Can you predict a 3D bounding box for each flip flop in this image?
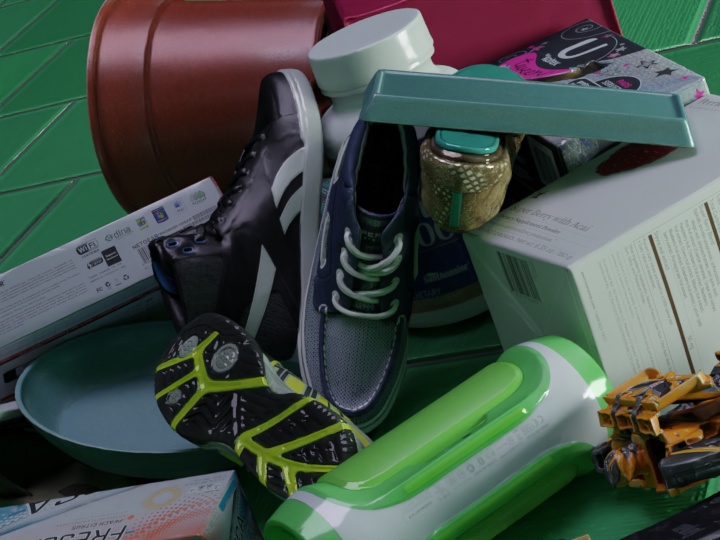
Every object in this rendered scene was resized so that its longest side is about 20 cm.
[{"bbox_3d":[-0.217,0.130,1.313,0.081,0.058,0.200,-34,23,-30],"label":"flip flop"}]

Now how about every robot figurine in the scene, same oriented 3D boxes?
[{"bbox_3d":[0.215,0.064,1.059,0.200,0.058,0.145,-20,4,-15],"label":"robot figurine"}]

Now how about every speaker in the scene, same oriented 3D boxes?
[{"bbox_3d":[0.048,0.115,1.089,0.200,0.089,0.088,-32,25,-25],"label":"speaker"}]

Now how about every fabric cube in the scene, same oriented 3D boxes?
[{"bbox_3d":[0.091,-0.166,1.548,0.199,0.197,0.199,-20,24,0],"label":"fabric cube"}]

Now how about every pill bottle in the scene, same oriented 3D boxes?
[{"bbox_3d":[0.037,-0.071,1.364,0.111,0.200,0.111,-20,19,7],"label":"pill bottle"}]

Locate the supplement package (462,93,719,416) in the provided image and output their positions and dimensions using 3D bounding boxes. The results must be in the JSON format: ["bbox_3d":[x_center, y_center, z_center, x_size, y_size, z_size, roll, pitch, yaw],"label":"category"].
[{"bbox_3d":[0.186,-0.008,1.200,0.200,0.120,0.121,-29,23,-21],"label":"supplement package"}]

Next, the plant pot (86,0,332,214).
[{"bbox_3d":[-0.104,-0.150,1.707,0.195,0.201,0.201,-4,26,17],"label":"plant pot"}]

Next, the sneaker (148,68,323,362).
[{"bbox_3d":[-0.085,-0.040,1.316,0.112,0.201,0.073,2,-14,-17],"label":"sneaker"}]

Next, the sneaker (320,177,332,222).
[{"bbox_3d":[-0.016,-0.032,1.499,0.091,0.078,0.200,-19,23,-7],"label":"sneaker"}]

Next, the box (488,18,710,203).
[{"bbox_3d":[0.165,-0.079,1.365,0.115,0.132,0.200,-25,23,-9],"label":"box"}]

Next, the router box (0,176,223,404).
[{"bbox_3d":[-0.187,0.025,1.417,0.200,0.049,0.180,-26,-14,-15],"label":"router box"}]

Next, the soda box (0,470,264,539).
[{"bbox_3d":[-0.158,0.172,1.162,0.199,0.064,0.068,-11,24,21],"label":"soda box"}]

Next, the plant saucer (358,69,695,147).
[{"bbox_3d":[0.101,-0.099,1.202,0.199,0.019,0.070,4,21,3],"label":"plant saucer"}]

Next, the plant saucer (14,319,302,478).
[{"bbox_3d":[-0.125,0.088,1.306,0.199,0.036,0.200,0,23,0],"label":"plant saucer"}]

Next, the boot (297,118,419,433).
[{"bbox_3d":[0.000,0.000,1.240,0.073,0.201,0.090,4,-9,-2],"label":"boot"}]

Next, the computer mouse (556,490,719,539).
[{"bbox_3d":[0.148,0.149,0.991,0.200,0.046,0.140,-23,5,-15],"label":"computer mouse"}]

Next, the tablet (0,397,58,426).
[{"bbox_3d":[-0.266,0.107,1.349,0.130,0.014,0.200,-20,-4,18],"label":"tablet"}]

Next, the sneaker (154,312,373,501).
[{"bbox_3d":[-0.055,0.095,1.194,0.075,0.076,0.200,-49,45,-1],"label":"sneaker"}]

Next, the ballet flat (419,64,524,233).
[{"bbox_3d":[0.068,-0.075,1.248,0.070,0.065,0.200,11,22,9],"label":"ballet flat"}]
